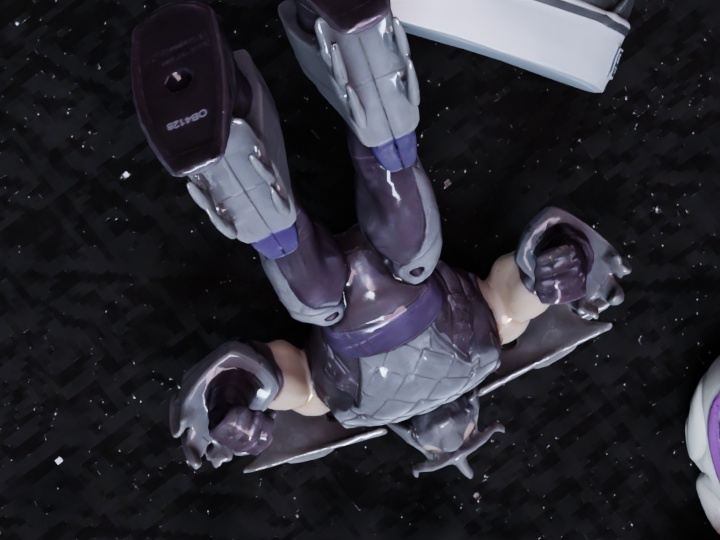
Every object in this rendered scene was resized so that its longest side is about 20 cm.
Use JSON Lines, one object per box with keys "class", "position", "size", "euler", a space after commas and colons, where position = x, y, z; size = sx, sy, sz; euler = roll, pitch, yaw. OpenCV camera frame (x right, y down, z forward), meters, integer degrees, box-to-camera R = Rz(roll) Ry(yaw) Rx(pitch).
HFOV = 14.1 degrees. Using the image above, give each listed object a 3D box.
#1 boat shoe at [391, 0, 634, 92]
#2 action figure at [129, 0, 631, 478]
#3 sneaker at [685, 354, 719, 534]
{"class": "boat shoe", "position": [-0.011, -0.107, 0.773], "size": [0.199, 0.074, 0.068], "euler": [17, 92, -16]}
{"class": "action figure", "position": [0.000, 0.000, 0.772], "size": [0.130, 0.069, 0.200], "euler": [-30, 139, -3]}
{"class": "sneaker", "position": [0.158, 0.110, 0.849], "size": [0.081, 0.083, 0.200], "euler": [-33, 107, -2]}
